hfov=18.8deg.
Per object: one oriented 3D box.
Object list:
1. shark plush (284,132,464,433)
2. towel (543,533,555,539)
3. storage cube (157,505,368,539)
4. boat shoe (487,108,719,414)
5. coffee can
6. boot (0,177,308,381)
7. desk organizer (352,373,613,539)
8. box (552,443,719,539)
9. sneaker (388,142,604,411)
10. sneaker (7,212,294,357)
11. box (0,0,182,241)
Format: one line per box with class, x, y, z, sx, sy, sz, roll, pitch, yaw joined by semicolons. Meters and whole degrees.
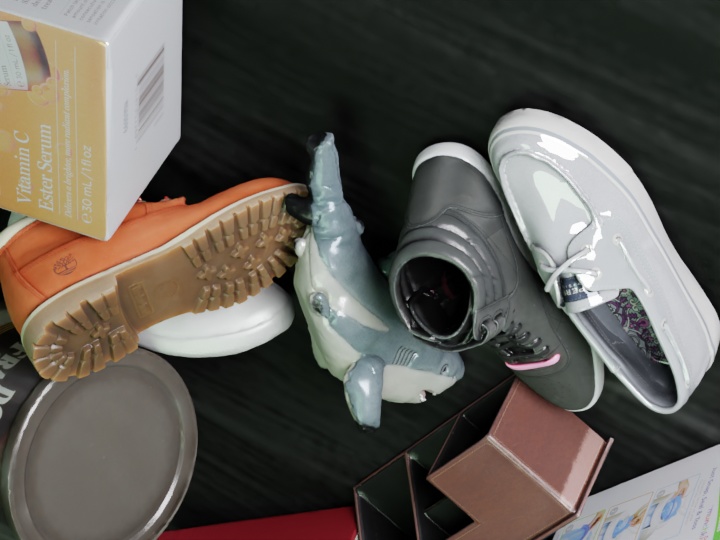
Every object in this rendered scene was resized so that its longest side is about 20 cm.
shark plush;0.000;0.000;1.321;0.083;0.091;0.200;-24;111;-7
towel;0.100;0.268;1.472;0.048;0.112;0.200;15;135;4
storage cube;-0.062;0.288;1.519;0.179;0.200;0.171;-10;124;26
boat shoe;0.133;-0.001;1.236;0.072;0.069;0.200;-13;123;35
coffee can;-0.224;0.099;1.412;0.200;0.146;0.147;16;140;44
boot;-0.125;-0.021;1.311;0.107;0.200;0.075;53;159;40
desk organizer;0.064;0.149;1.411;0.077;0.072;0.200;41;135;-9
box;0.218;0.186;1.342;0.112;0.101;0.200;45;134;-16
sneaker;0.075;0.031;1.274;0.071;0.099;0.200;-13;124;33
sneaker;-0.137;-0.007;1.375;0.200;0.075;0.089;12;121;18
box;-0.214;-0.130;1.268;0.200;0.106;0.152;17;136;12
